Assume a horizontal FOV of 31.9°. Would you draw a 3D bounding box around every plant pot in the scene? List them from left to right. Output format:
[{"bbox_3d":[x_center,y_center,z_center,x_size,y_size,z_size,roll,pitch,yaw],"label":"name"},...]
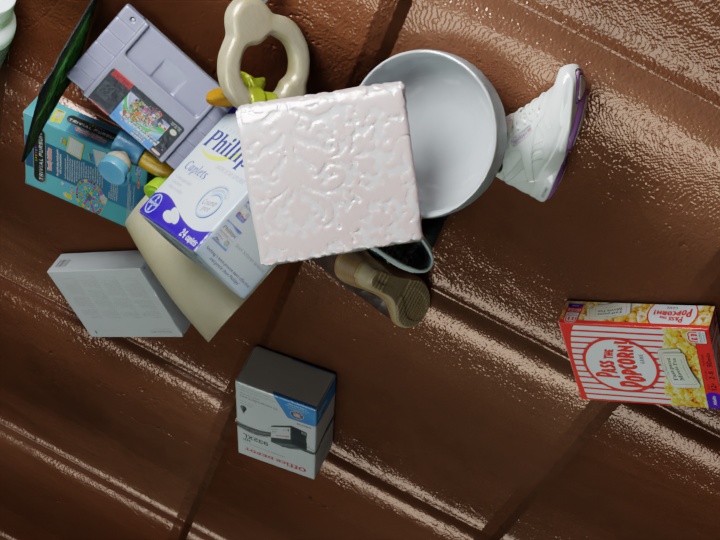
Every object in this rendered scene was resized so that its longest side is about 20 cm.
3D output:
[{"bbox_3d":[-0.229,-0.033,1.786,0.200,0.187,0.187,40,139,-3],"label":"plant pot"}]

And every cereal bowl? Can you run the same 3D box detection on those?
[{"bbox_3d":[0.088,-0.161,1.496,0.200,0.083,0.200,4,98,31],"label":"cereal bowl"}]

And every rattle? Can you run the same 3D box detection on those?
[{"bbox_3d":[-0.142,-0.293,1.545,0.143,0.130,0.200,-133,25,-61],"label":"rattle"}]

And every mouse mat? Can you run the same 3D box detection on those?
[{"bbox_3d":[-0.385,-0.250,1.619,0.008,0.200,0.161,23,141,-9],"label":"mouse mat"}]

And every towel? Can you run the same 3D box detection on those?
[{"bbox_3d":[-0.034,-0.112,1.467,0.200,0.032,0.191,-8,92,5],"label":"towel"}]

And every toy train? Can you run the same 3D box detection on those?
[{"bbox_3d":[-0.250,-0.134,1.722,0.200,0.116,0.085,31,146,-2],"label":"toy train"}]

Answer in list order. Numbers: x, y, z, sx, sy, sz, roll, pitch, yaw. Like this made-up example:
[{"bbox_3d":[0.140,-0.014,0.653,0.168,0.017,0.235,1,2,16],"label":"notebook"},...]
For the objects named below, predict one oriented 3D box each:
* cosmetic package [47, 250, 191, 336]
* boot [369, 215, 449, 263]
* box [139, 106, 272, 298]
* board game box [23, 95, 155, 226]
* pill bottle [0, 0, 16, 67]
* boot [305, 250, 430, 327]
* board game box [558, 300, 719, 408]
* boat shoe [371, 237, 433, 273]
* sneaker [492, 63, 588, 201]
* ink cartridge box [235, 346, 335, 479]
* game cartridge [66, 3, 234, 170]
[{"bbox_3d":[-0.387,0.039,2.039,0.200,0.052,0.151,-1,130,31],"label":"cosmetic package"},{"bbox_3d":[0.026,-0.095,1.638,0.200,0.076,0.168,27,137,-7],"label":"boot"},{"bbox_3d":[-0.151,-0.094,1.589,0.105,0.200,0.184,47,171,-36],"label":"box"},{"bbox_3d":[-0.392,-0.153,1.842,0.200,0.047,0.151,24,140,6],"label":"board game box"},{"bbox_3d":[-0.529,-0.317,1.700,0.111,0.111,0.200,35,140,-8],"label":"pill bottle"},{"bbox_3d":[0.000,0.000,1.767,0.166,0.072,0.200,31,176,35],"label":"boot"},{"bbox_3d":[0.378,0.111,1.675,0.200,0.046,0.152,1,133,29],"label":"board game box"},{"bbox_3d":[0.020,-0.064,1.548,0.201,0.070,0.071,39,177,-31],"label":"boat shoe"},{"bbox_3d":[0.203,-0.162,1.467,0.099,0.075,0.200,22,139,7],"label":"sneaker"},{"bbox_3d":[-0.123,0.236,2.066,0.145,0.084,0.200,18,139,12],"label":"ink cartridge box"},{"bbox_3d":[-0.269,-0.232,1.646,0.200,0.038,0.130,41,95,-15],"label":"game cartridge"}]
